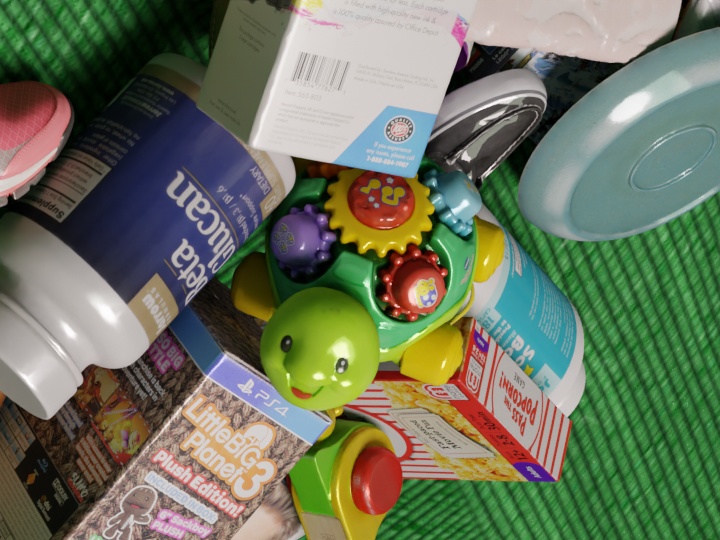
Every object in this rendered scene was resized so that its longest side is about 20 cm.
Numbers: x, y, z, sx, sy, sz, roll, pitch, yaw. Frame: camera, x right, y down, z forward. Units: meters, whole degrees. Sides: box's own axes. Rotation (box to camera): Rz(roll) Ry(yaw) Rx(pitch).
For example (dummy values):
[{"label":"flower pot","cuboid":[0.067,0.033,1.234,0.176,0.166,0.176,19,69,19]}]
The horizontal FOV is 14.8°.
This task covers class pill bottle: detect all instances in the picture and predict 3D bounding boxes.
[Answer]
[{"label":"pill bottle","cuboid":[-0.138,-0.016,1.558,0.200,0.111,0.111,-48,142,-16]},{"label":"pill bottle","cuboid":[0.076,0.034,1.802,0.111,0.111,0.200,-43,139,3]}]

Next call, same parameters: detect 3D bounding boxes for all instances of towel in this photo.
[{"label":"towel","cuboid":[0.124,-0.222,1.623,0.199,0.032,0.192,4,100,-41]}]

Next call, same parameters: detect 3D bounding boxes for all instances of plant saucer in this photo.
[{"label":"plant saucer","cuboid":[0.193,-0.079,1.755,0.199,0.028,0.201,-24,153,-13]}]

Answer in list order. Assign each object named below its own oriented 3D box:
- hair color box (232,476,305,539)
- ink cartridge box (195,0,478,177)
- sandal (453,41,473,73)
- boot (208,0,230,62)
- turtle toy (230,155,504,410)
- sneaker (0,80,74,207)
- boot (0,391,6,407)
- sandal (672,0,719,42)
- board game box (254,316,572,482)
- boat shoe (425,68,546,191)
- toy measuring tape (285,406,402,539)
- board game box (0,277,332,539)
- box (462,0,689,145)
[{"label":"hair color box","cuboid":[-0.133,0.166,1.761,0.199,0.061,0.100,-32,140,13]},{"label":"ink cartridge box","cuboid":[0.002,-0.161,1.492,0.115,0.068,0.201,9,109,-36]},{"label":"sandal","cuboid":[0.038,-0.137,1.666,0.082,0.050,0.204,-14,135,-28]},{"label":"boot","cuboid":[-0.093,-0.186,1.505,0.155,0.073,0.201,-7,127,-35]},{"label":"turtle toy","cuboid":[0.000,0.000,1.599,0.101,0.145,0.201,101,11,-59]},{"label":"sneaker","cuboid":[-0.244,-0.078,1.488,0.199,0.074,0.087,-16,133,-26]},{"label":"boot","cuboid":[-0.276,0.053,1.583,0.155,0.074,0.200,-51,151,14]},{"label":"sandal","cuboid":[0.230,-0.219,1.728,0.079,0.059,0.208,22,97,-59]},{"label":"board game box","cuboid":[0.012,0.081,1.746,0.152,0.199,0.047,45,52,-49]},{"label":"boat shoe","cuboid":[0.038,-0.045,1.699,0.199,0.066,0.070,-33,152,10]},{"label":"toy measuring tape","cuboid":[0.002,0.158,1.730,0.073,0.074,0.201,-28,121,-14]},{"label":"board game box","cuboid":[-0.141,0.102,1.645,0.200,0.160,0.097,-49,129,7]},{"label":"box","cuboid":[0.162,-0.128,1.778,0.137,0.040,0.200,-44,139,5]}]
